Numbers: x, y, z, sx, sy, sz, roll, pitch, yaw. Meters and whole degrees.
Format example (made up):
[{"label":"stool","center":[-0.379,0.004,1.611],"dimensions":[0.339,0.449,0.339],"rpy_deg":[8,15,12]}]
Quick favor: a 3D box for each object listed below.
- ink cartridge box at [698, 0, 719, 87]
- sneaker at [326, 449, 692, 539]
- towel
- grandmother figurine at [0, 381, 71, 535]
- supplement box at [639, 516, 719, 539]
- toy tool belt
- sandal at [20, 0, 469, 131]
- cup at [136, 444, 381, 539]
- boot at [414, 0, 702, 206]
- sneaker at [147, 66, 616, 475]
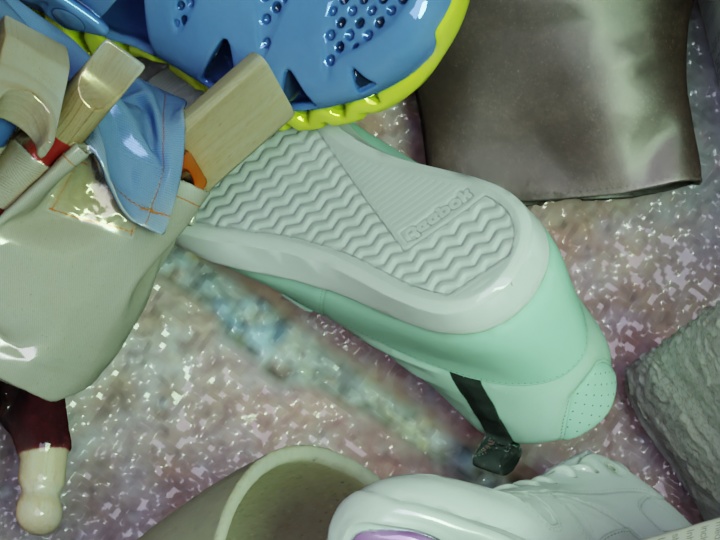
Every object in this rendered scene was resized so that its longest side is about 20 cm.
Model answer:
[{"label":"ink cartridge box","center":[0.202,-0.027,1.008],"dimensions":[0.125,0.129,0.201],"rpy_deg":[-12,80,-2]},{"label":"sneaker","center":[0.056,0.099,0.973],"dimensions":[0.075,0.200,0.100],"rpy_deg":[-38,47,24]},{"label":"towel","center":[0.144,0.067,0.959],"dimensions":[0.034,0.200,0.133],"rpy_deg":[-27,82,-15]},{"label":"grandmother figurine","center":[-0.152,0.049,1.034],"dimensions":[0.121,0.061,0.200],"rpy_deg":[28,79,-4]},{"label":"supplement box","center":[0.099,0.143,0.865],"dimensions":[0.200,0.126,0.074],"rpy_deg":[-20,37,29]},{"label":"toy tool belt","center":[-0.127,-0.058,0.937],"dimensions":[0.200,0.125,0.123],"rpy_deg":[31,107,-30]},{"label":"sandal","center":[-0.057,-0.102,1.000],"dimensions":[0.200,0.087,0.080],"rpy_deg":[10,69,31]},{"label":"cup","center":[-0.048,0.173,0.960],"dimensions":[0.143,0.200,0.201],"rpy_deg":[-23,81,24]},{"label":"boot","center":[0.022,-0.105,1.050],"dimensions":[0.199,0.072,0.167],"rpy_deg":[-1,87,7]},{"label":"sneaker","center":[0.000,0.000,1.034],"dimensions":[0.200,0.118,0.074],"rpy_deg":[29,73,40]}]
